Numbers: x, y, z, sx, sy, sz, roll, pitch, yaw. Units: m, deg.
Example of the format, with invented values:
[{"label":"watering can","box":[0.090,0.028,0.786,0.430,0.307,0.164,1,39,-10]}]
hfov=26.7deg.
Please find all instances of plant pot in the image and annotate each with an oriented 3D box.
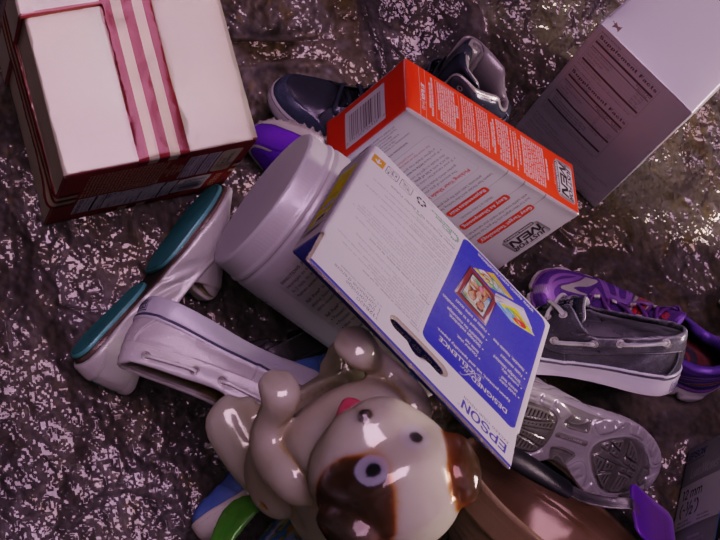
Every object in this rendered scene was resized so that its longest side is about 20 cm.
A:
[{"label":"plant pot","box":[0.138,0.229,1.206,0.201,0.201,0.093,35,101,-1]}]

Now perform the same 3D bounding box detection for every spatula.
[{"label":"spatula","box":[0.186,0.183,1.238,0.200,0.021,0.057,25,39,-20]}]

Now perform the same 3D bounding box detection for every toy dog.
[{"label":"toy dog","box":[-0.005,0.138,1.018,0.139,0.200,0.194,-16,91,-18]}]

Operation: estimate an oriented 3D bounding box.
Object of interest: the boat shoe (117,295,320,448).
[{"label":"boat shoe","box":[-0.091,0.101,1.136,0.202,0.075,0.086,29,65,-6]}]

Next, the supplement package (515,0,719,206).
[{"label":"supplement package","box":[0.243,-0.163,1.353,0.110,0.200,0.114,45,65,4]}]

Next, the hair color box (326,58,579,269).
[{"label":"hair color box","box":[0.078,-0.085,1.274,0.200,0.101,0.061,29,42,-32]}]

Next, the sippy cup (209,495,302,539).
[{"label":"sippy cup","box":[-0.038,0.244,1.150,0.139,0.178,0.130,22,60,17]}]

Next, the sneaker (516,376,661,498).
[{"label":"sneaker","box":[0.171,0.130,1.289,0.200,0.099,0.078,29,100,-28]}]

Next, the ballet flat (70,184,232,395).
[{"label":"ballet flat","box":[-0.156,0.019,1.248,0.069,0.069,0.200,37,68,0]}]

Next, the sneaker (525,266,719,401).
[{"label":"sneaker","box":[0.243,0.044,1.339,0.200,0.083,0.081,21,65,-7]}]

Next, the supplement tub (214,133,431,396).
[{"label":"supplement tub","box":[0.000,0.000,1.203,0.200,0.132,0.132,37,63,-16]}]

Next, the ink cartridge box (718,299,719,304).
[{"label":"ink cartridge box","box":[0.435,0.063,1.354,0.085,0.145,0.200,-32,82,-23]}]

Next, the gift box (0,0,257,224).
[{"label":"gift box","box":[-0.185,-0.159,1.242,0.200,0.185,0.187,-14,83,-24]}]

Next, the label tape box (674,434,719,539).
[{"label":"label tape box","box":[0.328,0.176,1.279,0.066,0.143,0.200,20,66,-9]}]

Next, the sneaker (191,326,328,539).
[{"label":"sneaker","box":[-0.082,0.120,1.217,0.200,0.077,0.111,-39,84,-25]}]

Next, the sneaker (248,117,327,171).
[{"label":"sneaker","box":[-0.033,-0.043,1.298,0.200,0.070,0.100,39,66,1]}]

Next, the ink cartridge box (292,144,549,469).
[{"label":"ink cartridge box","box":[0.042,0.027,1.065,0.198,0.047,0.200,46,31,-10]}]

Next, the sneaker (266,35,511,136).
[{"label":"sneaker","box":[0.031,-0.155,1.312,0.202,0.146,0.077,21,48,-10]}]

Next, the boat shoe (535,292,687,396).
[{"label":"boat shoe","box":[0.175,0.051,1.280,0.200,0.068,0.072,13,30,8]}]
